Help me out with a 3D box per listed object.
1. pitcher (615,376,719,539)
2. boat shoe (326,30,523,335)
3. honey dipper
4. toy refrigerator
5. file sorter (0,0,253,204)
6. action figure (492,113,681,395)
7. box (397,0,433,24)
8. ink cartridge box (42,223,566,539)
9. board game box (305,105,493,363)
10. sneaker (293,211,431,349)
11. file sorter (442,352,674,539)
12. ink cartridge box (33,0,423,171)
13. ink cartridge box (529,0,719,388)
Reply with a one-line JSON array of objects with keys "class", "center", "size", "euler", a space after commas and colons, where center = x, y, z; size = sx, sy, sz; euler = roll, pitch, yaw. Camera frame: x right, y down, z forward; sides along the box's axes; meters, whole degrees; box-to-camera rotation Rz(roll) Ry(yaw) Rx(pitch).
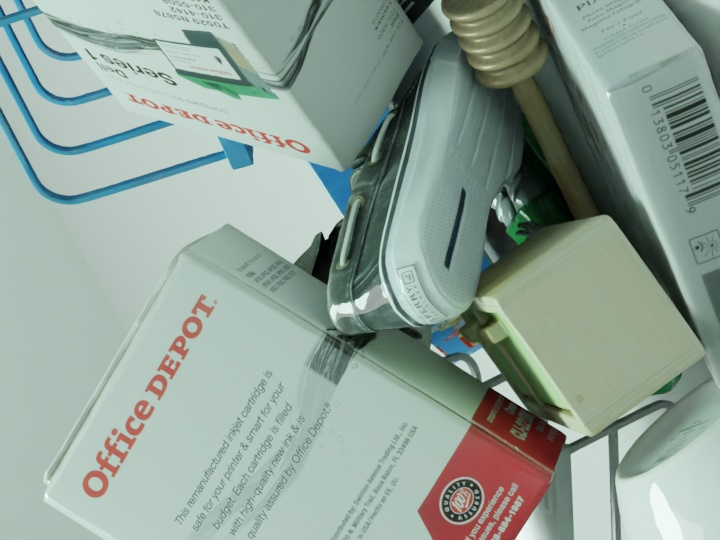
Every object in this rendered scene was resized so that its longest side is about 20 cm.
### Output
[{"class": "pitcher", "center": [0.220, 0.135, 1.075], "size": [0.200, 0.121, 0.172], "euler": [49, 148, -5]}, {"class": "boat shoe", "center": [0.025, -0.047, 1.151], "size": [0.072, 0.071, 0.200], "euler": [59, -149, -28]}, {"class": "honey dipper", "center": [0.094, -0.059, 1.177], "size": [0.038, 0.038, 0.200], "euler": [42, 166, 52]}, {"class": "toy refrigerator", "center": [0.093, 0.026, 1.138], "size": [0.076, 0.070, 0.200], "euler": [54, 177, -2]}, {"class": "file sorter", "center": [-0.143, -0.153, 1.368], "size": [0.200, 0.123, 0.139], "euler": [-99, -11, -50]}, {"class": "action figure", "center": [0.102, -0.017, 1.279], "size": [0.200, 0.055, 0.118], "euler": [52, 164, 10]}, {"class": "box", "center": [-0.031, -0.176, 1.163], "size": [0.161, 0.049, 0.200], "euler": [32, 163, -7]}, {"class": "ink cartridge box", "center": [-0.026, 0.092, 1.152], "size": [0.200, 0.144, 0.084], "euler": [32, -167, 2]}, {"class": "board game box", "center": [0.014, -0.050, 1.410], "size": [0.200, 0.056, 0.196], "euler": [57, -178, 11]}, {"class": "sneaker", "center": [0.000, 0.000, 1.220], "size": [0.066, 0.090, 0.200], "euler": [123, 157, -80]}, {"class": "file sorter", "center": [0.064, 0.125, 1.306], "size": [0.200, 0.125, 0.139], "euler": [11, 112, 41]}, {"class": "ink cartridge box", "center": [-0.079, -0.141, 1.113], "size": [0.146, 0.084, 0.200], "euler": [17, 159, 33]}, {"class": "ink cartridge box", "center": [0.131, -0.063, 1.108], "size": [0.200, 0.057, 0.163], "euler": [-101, -12, -60]}]
